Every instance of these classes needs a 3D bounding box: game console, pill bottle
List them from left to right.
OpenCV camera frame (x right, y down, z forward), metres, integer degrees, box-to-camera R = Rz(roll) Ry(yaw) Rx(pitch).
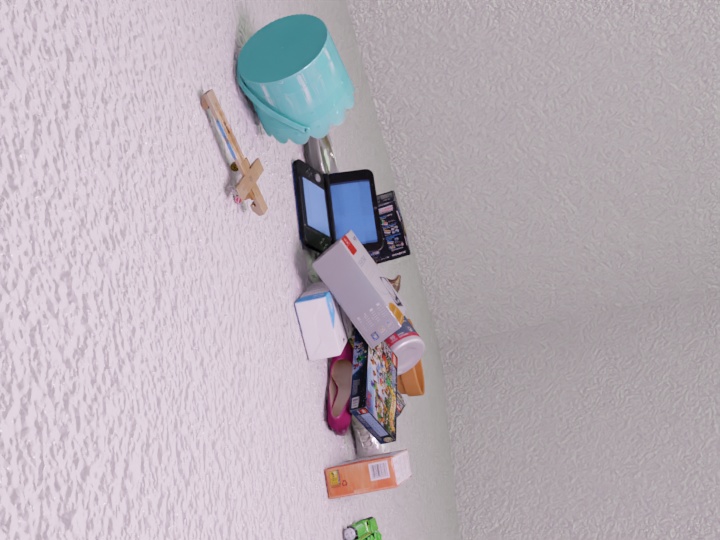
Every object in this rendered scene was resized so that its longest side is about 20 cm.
[{"bbox_3d":[-0.049,-0.142,1.516,0.170,0.116,0.205,26,51,-56],"label":"game console"},{"bbox_3d":[0.055,0.137,1.660,0.201,0.118,0.120,53,-6,36],"label":"pill bottle"}]

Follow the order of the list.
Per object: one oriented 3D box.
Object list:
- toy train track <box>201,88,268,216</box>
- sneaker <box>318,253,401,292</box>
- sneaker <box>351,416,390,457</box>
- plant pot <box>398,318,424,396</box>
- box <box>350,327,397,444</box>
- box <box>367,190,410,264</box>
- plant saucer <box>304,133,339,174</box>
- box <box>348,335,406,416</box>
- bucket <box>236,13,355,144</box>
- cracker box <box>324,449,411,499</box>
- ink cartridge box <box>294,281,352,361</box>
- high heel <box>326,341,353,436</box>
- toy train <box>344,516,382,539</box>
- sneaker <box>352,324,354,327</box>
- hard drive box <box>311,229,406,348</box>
[{"bbox_3d":[-0.199,-0.175,1.078,0.116,0.032,0.204,-71,143,-58],"label":"toy train track"},{"bbox_3d":[0.000,0.000,1.562,0.076,0.197,0.071,-56,172,-11],"label":"sneaker"},{"bbox_3d":[0.006,0.347,1.542,0.100,0.076,0.204,49,22,-57],"label":"sneaker"},{"bbox_3d":[0.086,0.243,1.883,0.200,0.136,0.206,-11,90,-80],"label":"plant pot"},{"bbox_3d":[0.031,0.231,1.441,0.137,0.037,0.204,52,30,-40],"label":"box"},{"bbox_3d":[0.006,-0.085,1.638,0.047,0.195,0.161,-95,167,-53],"label":"box"},{"bbox_3d":[-0.096,-0.261,1.689,0.200,0.049,0.206,-12,91,-81],"label":"plant saucer"},{"bbox_3d":[0.026,0.242,1.591,0.202,0.037,0.136,53,8,6],"label":"box"},{"bbox_3d":[-0.118,-0.347,1.262,0.136,0.202,0.211,62,19,-50],"label":"bucket"},{"bbox_3d":[0.020,0.391,1.355,0.200,0.130,0.059,43,35,-74],"label":"cracker box"},{"bbox_3d":[-0.067,0.088,1.401,0.200,0.065,0.119,-59,135,-75],"label":"ink cartridge box"},{"bbox_3d":[-0.040,0.223,1.410,0.097,0.065,0.205,80,16,-61],"label":"high heel"},{"bbox_3d":[0.004,0.525,1.388,0.200,0.041,0.058,46,24,-72],"label":"toy train"},{"bbox_3d":[-0.054,0.059,1.574,0.083,0.071,0.201,45,-12,35],"label":"sneaker"},{"bbox_3d":[0.001,0.033,1.391,0.202,0.076,0.156,53,13,-5],"label":"hard drive box"}]
